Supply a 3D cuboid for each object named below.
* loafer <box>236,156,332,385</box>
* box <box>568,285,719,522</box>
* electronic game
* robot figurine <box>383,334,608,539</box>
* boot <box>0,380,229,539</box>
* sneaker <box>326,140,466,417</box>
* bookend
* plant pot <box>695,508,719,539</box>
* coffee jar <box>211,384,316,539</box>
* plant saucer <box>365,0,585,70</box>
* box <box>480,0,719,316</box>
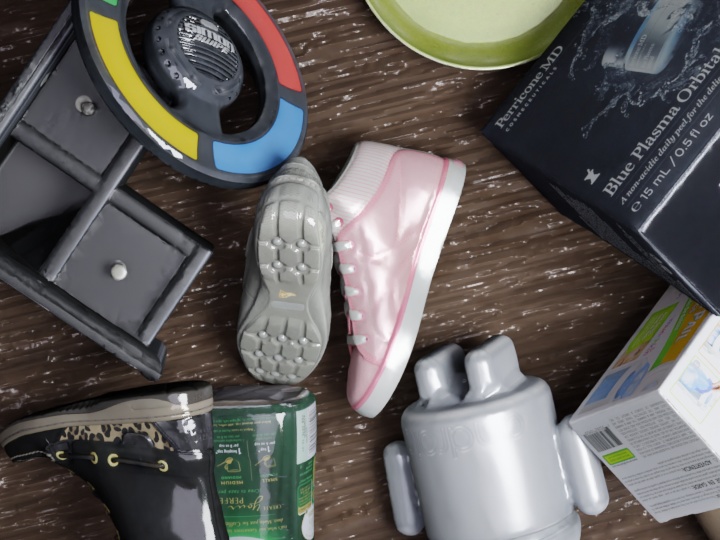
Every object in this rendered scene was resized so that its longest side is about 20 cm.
[{"bbox_3d":[-0.050,0.006,1.146,0.070,0.070,0.200,11,137,-2],"label":"loafer"},{"bbox_3d":[0.259,0.065,1.138,0.101,0.112,0.200,47,58,-7],"label":"box"},{"bbox_3d":[-0.115,-0.147,1.116,0.042,0.200,0.200,-33,97,37],"label":"electronic game"},{"bbox_3d":[0.096,0.152,1.177,0.169,0.113,0.201,-12,95,29],"label":"robot figurine"},{"bbox_3d":[-0.169,0.163,1.139,0.199,0.073,0.151,-13,91,34],"label":"boot"},{"bbox_3d":[0.000,0.000,1.179,0.104,0.075,0.201,18,86,-9],"label":"sneaker"},{"bbox_3d":[-0.172,-0.060,1.156,0.200,0.092,0.199,35,91,-6],"label":"bookend"},{"bbox_3d":[0.345,0.195,1.170,0.175,0.200,0.200,44,91,11],"label":"plant pot"},{"bbox_3d":[-0.079,0.188,1.180,0.104,0.085,0.201,-2,96,10],"label":"coffee jar"},{"bbox_3d":[0.089,-0.248,1.187,0.199,0.031,0.201,0,95,-3],"label":"plant saucer"},{"bbox_3d":[0.222,-0.108,1.109,0.117,0.200,0.197,38,91,-36],"label":"box"}]
